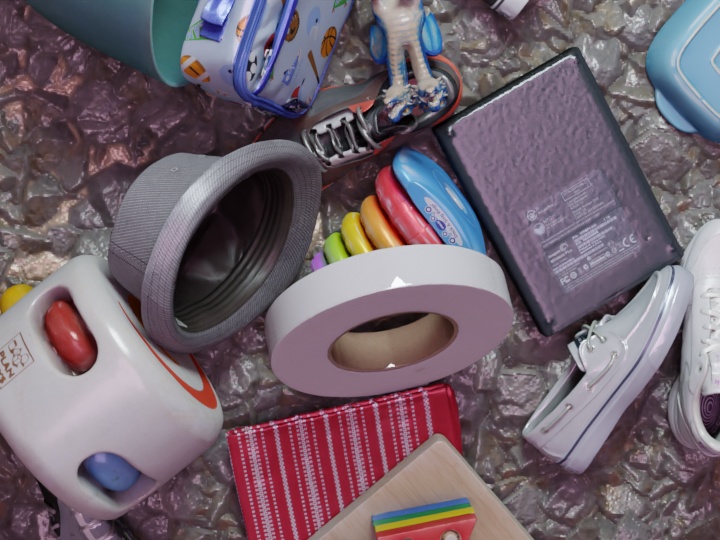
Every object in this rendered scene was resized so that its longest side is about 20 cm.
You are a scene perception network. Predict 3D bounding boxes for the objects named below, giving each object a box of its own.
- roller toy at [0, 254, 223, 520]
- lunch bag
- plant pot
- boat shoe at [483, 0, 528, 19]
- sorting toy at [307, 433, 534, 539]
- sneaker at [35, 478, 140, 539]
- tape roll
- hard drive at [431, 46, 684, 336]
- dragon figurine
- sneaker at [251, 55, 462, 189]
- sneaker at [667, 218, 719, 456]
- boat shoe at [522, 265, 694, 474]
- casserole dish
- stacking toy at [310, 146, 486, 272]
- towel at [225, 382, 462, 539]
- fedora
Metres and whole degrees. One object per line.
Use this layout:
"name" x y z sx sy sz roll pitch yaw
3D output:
"roller toy" -0.212 0.093 1.239 0.139 0.182 0.201 -38 99 3
"lunch bag" -0.064 -0.215 1.218 0.075 0.160 0.202 19 91 19
"plant pot" -0.181 -0.260 1.192 0.160 0.200 0.202 20 96 12
"boat shoe" 0.155 -0.302 1.275 0.063 0.071 0.201 34 95 -10
"sorting toy" 0.057 0.280 1.331 0.198 0.070 0.200 -40 104 5
"sneaker" -0.247 0.240 1.313 0.115 0.075 0.201 -34 100 3
"tape roll" 0.023 0.043 1.254 0.201 0.203 0.037 -11 64 -3
"hard drive" 0.166 -0.066 1.324 0.139 0.033 0.201 -30 100 -3
"dragon figurine" 0.032 -0.200 1.247 0.058 0.201 0.100 -10 129 5
"sneaker" -0.008 -0.118 1.278 0.199 0.082 0.077 -30 100 2
"sneaker" 0.308 0.059 1.323 0.074 0.100 0.202 2 96 -3
"boat shoe" 0.205 0.076 1.324 0.066 0.074 0.201 28 100 -5
"casserole dish" 0.331 -0.198 1.321 0.121 0.039 0.200 43 91 -10
"stacking toy" 0.000 0.000 1.298 0.199 0.110 0.116 -37 99 12
"towel" -0.005 0.181 1.348 0.198 0.023 0.146 -12 105 -2
"fedora" -0.125 -0.031 1.230 0.090 0.200 0.178 27 129 24
